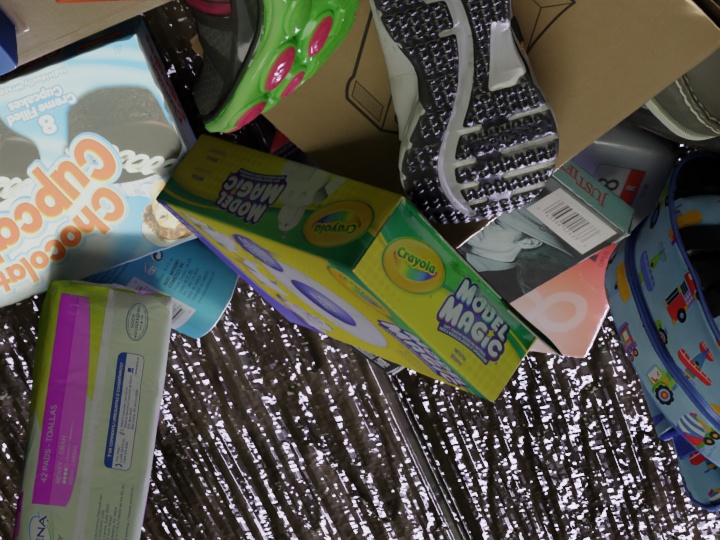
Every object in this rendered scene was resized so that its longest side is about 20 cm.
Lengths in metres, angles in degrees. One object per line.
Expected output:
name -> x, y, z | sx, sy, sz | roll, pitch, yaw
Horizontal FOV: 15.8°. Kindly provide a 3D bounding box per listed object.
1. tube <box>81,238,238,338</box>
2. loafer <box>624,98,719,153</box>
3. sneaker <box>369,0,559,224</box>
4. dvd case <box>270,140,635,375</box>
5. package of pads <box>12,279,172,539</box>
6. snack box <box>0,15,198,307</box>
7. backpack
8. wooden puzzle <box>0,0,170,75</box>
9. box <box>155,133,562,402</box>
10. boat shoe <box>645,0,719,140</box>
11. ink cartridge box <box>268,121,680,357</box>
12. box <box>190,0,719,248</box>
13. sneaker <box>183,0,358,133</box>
tube -> -0.160, -0.028, 1.373 | 0.200, 0.050, 0.077 | 28, 116, -21
loafer -> 0.167, -0.086, 1.293 | 0.200, 0.073, 0.072 | 12, 151, -27
sneaker -> 0.042, -0.102, 1.151 | 0.074, 0.080, 0.200 | -12, 137, -2
dvd case -> 0.023, -0.026, 1.340 | 0.146, 0.022, 0.200 | 36, 140, -19
package of pads -> -0.144, 0.093, 1.372 | 0.068, 0.155, 0.200 | 8, 166, -6
snack box -> -0.183, -0.043, 1.320 | 0.200, 0.037, 0.116 | -20, 116, 7
backpack -> 0.204, 0.036, 1.328 | 0.200, 0.183, 0.135 | 10, 144, -45
wooden puzzle -> -0.167, -0.151, 1.154 | 0.200, 0.046, 0.185 | -18, 142, 17
box -> 0.000, 0.000, 1.248 | 0.117, 0.048, 0.200 | 43, 164, -35
boat shoe -> 0.148, -0.150, 1.187 | 0.072, 0.060, 0.202 | -26, 111, -24
ink cartridge box -> 0.049, -0.034, 1.372 | 0.200, 0.050, 0.162 | 6, 135, -14
box -> 0.045, -0.109, 1.194 | 0.163, 0.021, 0.200 | 43, 123, -15
sneaker -> -0.049, -0.137, 1.135 | 0.077, 0.084, 0.200 | -37, 157, -29
